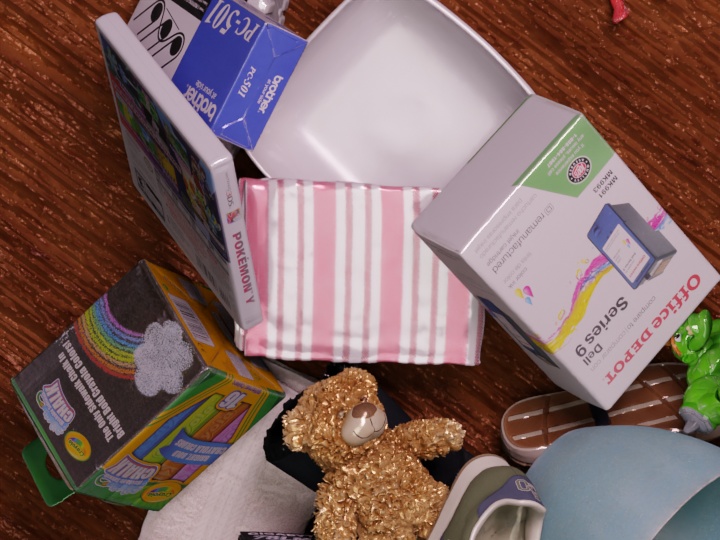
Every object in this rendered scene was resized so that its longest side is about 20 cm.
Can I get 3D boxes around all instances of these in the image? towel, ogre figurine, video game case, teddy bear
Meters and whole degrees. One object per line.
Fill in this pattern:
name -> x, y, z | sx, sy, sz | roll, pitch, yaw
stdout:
towel -> -0.093, 0.171, 1.766 | 0.132, 0.034, 0.200 | 25, 104, 1
towel -> 0.000, 0.000, 1.652 | 0.200, 0.030, 0.147 | 3, 105, 2
ogre figurine -> 0.306, 0.064, 1.629 | 0.120, 0.200, 0.098 | -35, 122, 29
video game case -> -0.139, -0.077, 1.612 | 0.023, 0.200, 0.182 | -26, 140, -16
teddy bear -> 0.023, 0.171, 1.612 | 0.145, 0.067, 0.200 | -13, 91, -12

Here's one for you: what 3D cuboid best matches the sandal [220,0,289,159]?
sandal -> -0.105, -0.160, 1.676 | 0.050, 0.082, 0.203 | 19, 87, 12

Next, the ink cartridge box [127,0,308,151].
ink cartridge box -> -0.119, -0.171, 1.615 | 0.044, 0.200, 0.094 | 22, 100, -35

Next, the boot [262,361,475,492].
boot -> -0.021, 0.184, 1.711 | 0.168, 0.076, 0.200 | 36, 98, -28

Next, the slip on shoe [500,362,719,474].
slip on shoe -> 0.215, 0.130, 1.714 | 0.200, 0.076, 0.061 | -13, 140, 1

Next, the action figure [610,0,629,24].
action figure -> 0.169, -0.289, 1.611 | 0.065, 0.099, 0.200 | -32, 94, 10

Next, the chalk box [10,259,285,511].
chalk box -> -0.188, 0.110, 1.697 | 0.200, 0.124, 0.125 | -41, 61, 14

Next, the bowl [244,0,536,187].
bowl -> 0.031, -0.116, 1.672 | 0.200, 0.075, 0.200 | 42, 103, -3

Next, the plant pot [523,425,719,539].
plant pot -> 0.197, 0.199, 1.621 | 0.135, 0.200, 0.200 | 36, 106, 30

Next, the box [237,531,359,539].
box -> -0.005, 0.313, 1.666 | 0.198, 0.050, 0.200 | 3, 92, -10

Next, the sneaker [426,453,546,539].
sneaker -> 0.081, 0.241, 1.565 | 0.067, 0.090, 0.200 | 21, 91, -25

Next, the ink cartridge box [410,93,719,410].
ink cartridge box -> 0.161, -0.013, 1.614 | 0.145, 0.087, 0.200 | -47, 120, -7
